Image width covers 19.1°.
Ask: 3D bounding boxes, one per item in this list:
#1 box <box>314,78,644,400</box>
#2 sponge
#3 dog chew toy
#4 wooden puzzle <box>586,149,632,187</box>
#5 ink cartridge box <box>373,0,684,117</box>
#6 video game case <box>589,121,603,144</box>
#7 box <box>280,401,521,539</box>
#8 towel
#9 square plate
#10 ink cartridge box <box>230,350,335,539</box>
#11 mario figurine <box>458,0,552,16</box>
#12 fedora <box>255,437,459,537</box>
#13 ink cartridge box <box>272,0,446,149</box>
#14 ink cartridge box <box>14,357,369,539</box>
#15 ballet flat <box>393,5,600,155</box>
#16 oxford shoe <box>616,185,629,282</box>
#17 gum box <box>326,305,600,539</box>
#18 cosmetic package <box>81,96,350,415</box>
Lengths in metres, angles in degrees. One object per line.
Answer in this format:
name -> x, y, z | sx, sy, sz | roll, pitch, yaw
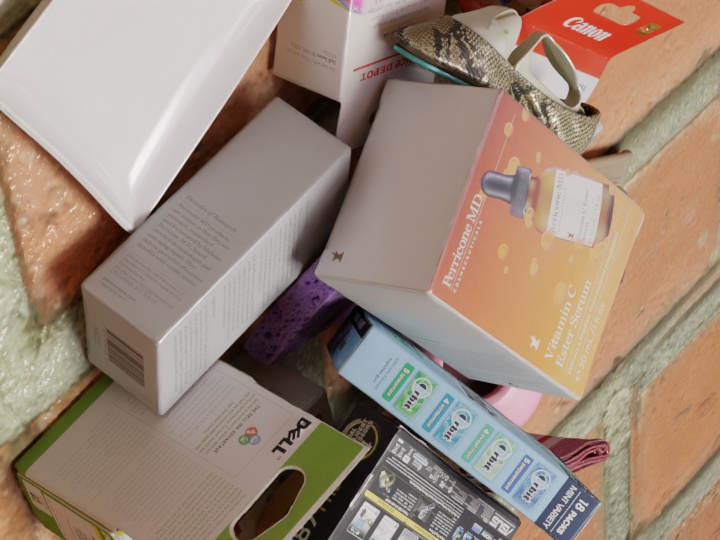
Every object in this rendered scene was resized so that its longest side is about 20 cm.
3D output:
box -> 0.087, -0.020, 1.492 | 0.200, 0.106, 0.153 | 33, 72, -46
sponge -> 0.000, 0.000, 1.583 | 0.112, 0.030, 0.200 | -49, 171, 34
dog chew toy -> 0.081, 0.079, 1.713 | 0.125, 0.124, 0.200 | -60, -179, -6
wooden puzzle -> 0.176, -0.008, 1.900 | 0.200, 0.037, 0.186 | -17, 126, -53
ink cartridge box -> 0.130, -0.143, 1.604 | 0.162, 0.199, 0.057 | 10, 66, -58
video game case -> 0.090, -0.029, 1.687 | 0.200, 0.023, 0.182 | -37, 169, -42
box -> 0.017, 0.201, 1.494 | 0.162, 0.049, 0.200 | -58, 142, -6
towel -> 0.082, 0.143, 1.727 | 0.144, 0.199, 0.023 | -12, 105, -52
square plate -> -0.137, -0.149, 1.336 | 0.201, 0.028, 0.198 | -57, 148, -10
ink cartridge box -> -0.104, 0.177, 1.577 | 0.200, 0.083, 0.146 | -46, 146, -27
mario figurine -> 0.122, -0.251, 1.564 | 0.106, 0.123, 0.201 | -51, 148, -55
fedora -> -0.014, 0.194, 1.563 | 0.200, 0.082, 0.202 | -27, 132, -35
ink cartridge box -> 0.003, -0.192, 1.475 | 0.117, 0.067, 0.201 | -25, 132, -46
ink cartridge box -> -0.108, 0.145, 1.432 | 0.148, 0.199, 0.076 | -46, 145, -25
ballet flat -> 0.102, -0.141, 1.500 | 0.200, 0.068, 0.075 | 33, 95, -42
oxford shoe -> 0.190, -0.045, 1.806 | 0.074, 0.070, 0.200 | -68, 162, -4
gum box -> 0.069, 0.107, 1.523 | 0.045, 0.200, 0.170 | -53, -174, 1
cosmetic package -> -0.095, -0.011, 1.439 | 0.200, 0.071, 0.102 | -46, 161, -27
